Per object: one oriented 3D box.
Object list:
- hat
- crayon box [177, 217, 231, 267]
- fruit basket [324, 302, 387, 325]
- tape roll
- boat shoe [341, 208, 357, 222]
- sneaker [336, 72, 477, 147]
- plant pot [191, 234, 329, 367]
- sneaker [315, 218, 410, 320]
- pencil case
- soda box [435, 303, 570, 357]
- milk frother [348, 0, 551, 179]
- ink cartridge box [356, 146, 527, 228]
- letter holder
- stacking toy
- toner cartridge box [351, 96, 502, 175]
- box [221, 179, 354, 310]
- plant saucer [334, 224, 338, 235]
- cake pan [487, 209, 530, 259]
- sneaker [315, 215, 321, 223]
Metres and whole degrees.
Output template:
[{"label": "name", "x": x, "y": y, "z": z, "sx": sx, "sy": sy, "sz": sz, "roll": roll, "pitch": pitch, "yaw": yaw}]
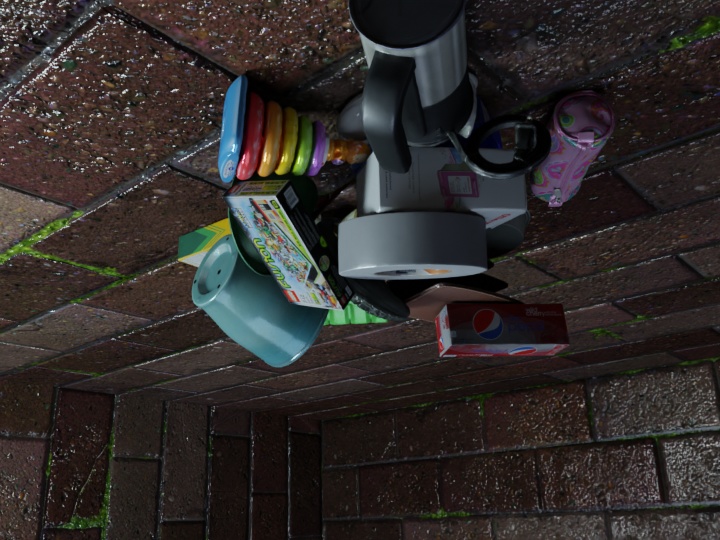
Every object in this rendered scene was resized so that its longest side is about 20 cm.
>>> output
[{"label": "hat", "x": -0.073, "y": -0.101, "z": 1.027, "sx": 0.173, "sy": 0.203, "sz": 0.166, "roll": -8, "pitch": 150, "yaw": 27}, {"label": "crayon box", "x": -0.230, "y": -0.048, "z": 1.325, "sx": 0.198, "sy": 0.052, "sz": 0.125, "roll": -15, "pitch": 157, "yaw": 34}, {"label": "fruit basket", "x": -0.026, "y": 0.005, "z": 1.421, "sx": 0.211, "sy": 0.156, "sz": 0.219, "roll": 0, "pitch": 118, "yaw": 1}, {"label": "tape roll", "x": 0.068, "y": -0.029, "z": 0.935, "sx": 0.196, "sy": 0.067, "sz": 0.200, "roll": 0, "pitch": 174, "yaw": 0}, {"label": "boat shoe", "x": 0.051, "y": -0.071, "z": 1.274, "sx": 0.198, "sy": 0.075, "sz": 0.066, "roll": 19, "pitch": 163, "yaw": -37}, {"label": "sneaker", "x": 0.056, "y": -0.193, "z": 0.907, "sx": 0.197, "sy": 0.082, "sz": 0.070, "roll": -10, "pitch": 161, "yaw": 26}, {"label": "plant pot", "x": -0.181, "y": 0.038, "z": 1.229, "sx": 0.198, "sy": 0.203, "sz": 0.187, "roll": -20, "pitch": 139, "yaw": 41}, {"label": "sneaker", "x": 0.000, "y": 0.000, "z": 1.045, "sx": 0.199, "sy": 0.091, "sz": 0.076, "roll": 37, "pitch": 167, "yaw": -11}, {"label": "pencil case", "x": 0.294, "y": -0.166, "z": 0.997, "sx": 0.086, "sy": 0.089, "sz": 0.200, "roll": -2, "pitch": 160, "yaw": 1}, {"label": "soda box", "x": 0.221, "y": 0.094, "z": 1.106, "sx": 0.196, "sy": 0.071, "sz": 0.064, "roll": 1, "pitch": 156, "yaw": -12}, {"label": "milk frother", "x": 0.100, "y": -0.200, "z": 0.732, "sx": 0.196, "sy": 0.184, "sz": 0.188, "roll": -2, "pitch": 162, "yaw": 11}, {"label": "ink cartridge box", "x": 0.103, "y": -0.106, "z": 0.939, "sx": 0.196, "sy": 0.086, "sz": 0.144, "roll": 1, "pitch": 174, "yaw": -12}, {"label": "letter holder", "x": 0.153, "y": 0.016, "z": 1.131, "sx": 0.198, "sy": 0.102, "sz": 0.141, "roll": 14, "pitch": 153, "yaw": -37}, {"label": "stacking toy", "x": -0.081, "y": -0.163, "z": 0.914, "sx": 0.197, "sy": 0.112, "sz": 0.116, "roll": 8, "pitch": 159, "yaw": -17}, {"label": "toner cartridge box", "x": 0.093, "y": -0.169, "z": 0.996, "sx": 0.197, "sy": 0.044, "sz": 0.095, "roll": -17, "pitch": 152, "yaw": 23}, {"label": "box", "x": -0.095, "y": -0.032, "z": 0.961, "sx": 0.109, "sy": 0.035, "sz": 0.201, "roll": 4, "pitch": 136, "yaw": 41}, {"label": "plant saucer", "x": 0.037, "y": -0.004, "z": 1.262, "sx": 0.198, "sy": 0.200, "sz": 0.049, "roll": 16, "pitch": 110, "yaw": -41}, {"label": "cake pan", "x": 0.172, "y": -0.060, "z": 1.125, "sx": 0.196, "sy": 0.037, "sz": 0.201, "roll": -2, "pitch": 160, "yaw": -1}, {"label": "sneaker", "x": -0.123, "y": -0.085, "z": 1.179, "sx": 0.075, "sy": 0.089, "sz": 0.199, "roll": -10, "pitch": 158, "yaw": 27}]
